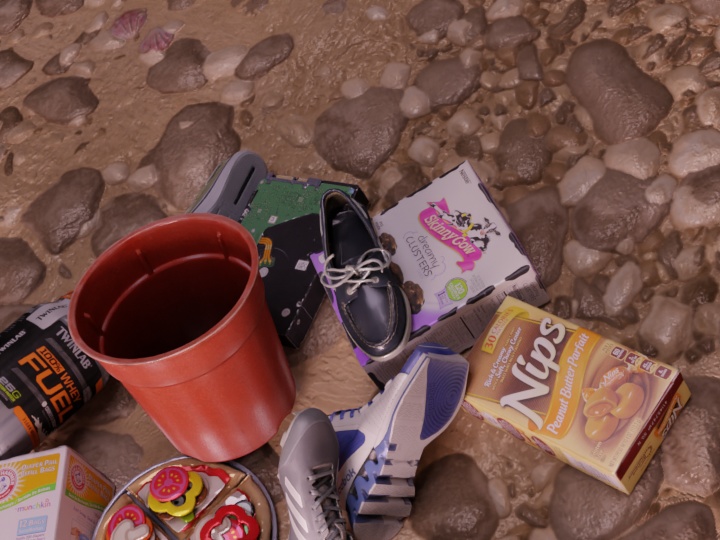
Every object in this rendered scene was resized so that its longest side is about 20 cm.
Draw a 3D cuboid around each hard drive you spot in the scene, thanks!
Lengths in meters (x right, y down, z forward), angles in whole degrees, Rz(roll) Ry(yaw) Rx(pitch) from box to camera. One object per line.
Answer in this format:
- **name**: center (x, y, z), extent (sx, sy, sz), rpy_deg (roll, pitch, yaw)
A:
- **hard drive**: center (-0.089, -0.015, 1.540), extent (0.140, 0.038, 0.200), rpy_deg (10, 64, 32)

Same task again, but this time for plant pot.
- **plant pot**: center (-0.166, 0.080, 1.395), extent (0.200, 0.195, 0.201), rpy_deg (-12, 43, 11)

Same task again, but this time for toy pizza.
- **toy pizza**: center (-0.182, 0.271, 1.373), extent (0.200, 0.032, 0.200), rpy_deg (-8, 55, 11)

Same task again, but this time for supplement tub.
- **supplement tub**: center (-0.365, 0.120, 1.516), extent (0.122, 0.123, 0.200), rpy_deg (23, 55, 37)

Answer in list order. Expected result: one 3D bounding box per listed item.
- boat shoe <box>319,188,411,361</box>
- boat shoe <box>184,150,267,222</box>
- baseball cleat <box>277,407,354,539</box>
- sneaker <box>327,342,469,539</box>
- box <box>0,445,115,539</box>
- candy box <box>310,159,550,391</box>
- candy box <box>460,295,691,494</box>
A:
- **boat shoe**: center (0.000, 0.000, 1.373), extent (0.075, 0.062, 0.200), rpy_deg (-21, 52, 12)
- **boat shoe**: center (-0.175, -0.052, 1.601), extent (0.062, 0.072, 0.200), rpy_deg (-7, 47, 58)
- **baseball cleat**: center (-0.028, 0.230, 1.266), extent (0.070, 0.200, 0.106), rpy_deg (-13, 21, -41)
- **sneaker**: center (0.014, 0.151, 1.320), extent (0.115, 0.081, 0.200), rpy_deg (33, 102, 46)
- **box**: center (-0.333, 0.297, 1.406), extent (0.112, 0.101, 0.200), rpy_deg (-13, 53, 18)
- **candy box**: center (0.070, 0.006, 1.420), extent (0.200, 0.072, 0.168), rpy_deg (-31, 49, 5)
- **candy box**: center (0.194, 0.114, 1.292), extent (0.200, 0.055, 0.115), rpy_deg (25, 73, 37)
